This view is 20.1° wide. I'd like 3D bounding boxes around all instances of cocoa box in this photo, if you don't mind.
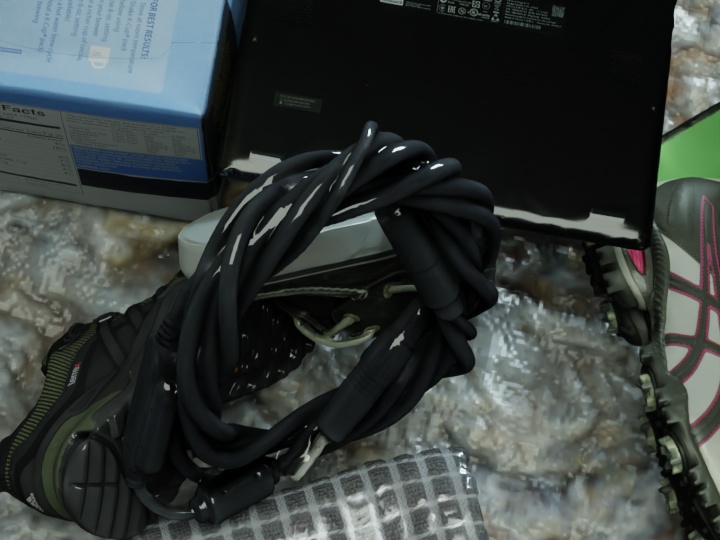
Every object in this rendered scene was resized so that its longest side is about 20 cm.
[{"bbox_3d":[-0.114,-0.144,0.935,0.133,0.131,0.201,8,72,2],"label":"cocoa box"}]

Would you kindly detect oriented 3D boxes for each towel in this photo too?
[{"bbox_3d":[-0.007,0.188,0.864,0.165,0.086,0.201,-14,74,-8],"label":"towel"}]

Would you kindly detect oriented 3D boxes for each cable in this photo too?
[{"bbox_3d":[-0.010,0.022,0.807,0.162,0.201,0.051,-12,50,-30],"label":"cable"}]

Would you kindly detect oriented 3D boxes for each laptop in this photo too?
[{"bbox_3d":[0.041,-0.095,0.934,0.186,0.116,0.201,9,67,-1],"label":"laptop"}]

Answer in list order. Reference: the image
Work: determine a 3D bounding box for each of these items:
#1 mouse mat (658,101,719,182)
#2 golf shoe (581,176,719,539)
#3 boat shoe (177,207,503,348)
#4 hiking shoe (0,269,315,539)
[{"bbox_3d":[0.242,-0.009,0.987,0.160,0.008,0.201,-30,76,-12],"label":"mouse mat"},{"bbox_3d":[0.161,0.042,0.910,0.088,0.077,0.201,-14,64,-1],"label":"golf shoe"},{"bbox_3d":[0.000,0.000,0.886,0.070,0.199,0.064,9,103,40],"label":"boat shoe"},{"bbox_3d":[-0.094,0.033,0.909,0.100,0.076,0.200,5,38,38],"label":"hiking shoe"}]
